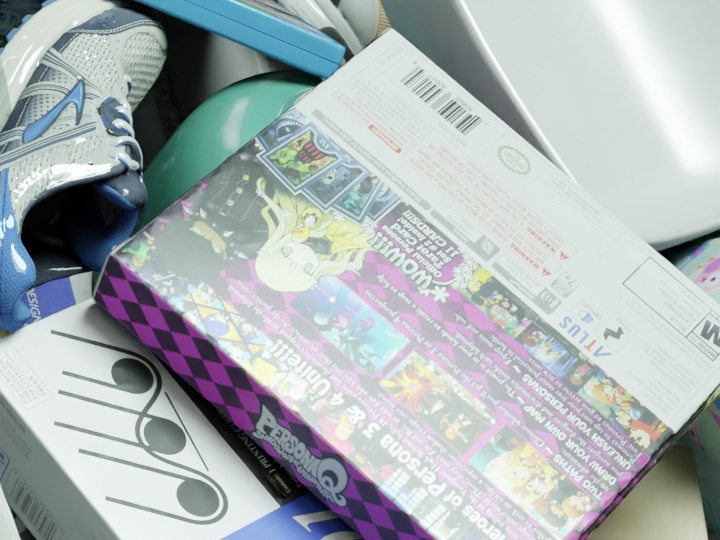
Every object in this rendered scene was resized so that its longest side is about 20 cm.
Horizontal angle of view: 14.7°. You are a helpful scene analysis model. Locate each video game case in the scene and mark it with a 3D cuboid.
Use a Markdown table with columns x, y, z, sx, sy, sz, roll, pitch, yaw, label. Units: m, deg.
| x | y | z | sx | sy | sz | roll | pitch | yaw | label |
| --- | --- | --- | --- | --- | --- | --- | --- | --- | --- |
| 0.029 | 0.019 | 1.064 | 0.200 | 0.036 | 0.181 | 40 | 50 | 9 | video game case |
| -0.098 | -0.134 | 1.217 | 0.143 | 0.018 | 0.200 | 22 | 7 | -21 | video game case |

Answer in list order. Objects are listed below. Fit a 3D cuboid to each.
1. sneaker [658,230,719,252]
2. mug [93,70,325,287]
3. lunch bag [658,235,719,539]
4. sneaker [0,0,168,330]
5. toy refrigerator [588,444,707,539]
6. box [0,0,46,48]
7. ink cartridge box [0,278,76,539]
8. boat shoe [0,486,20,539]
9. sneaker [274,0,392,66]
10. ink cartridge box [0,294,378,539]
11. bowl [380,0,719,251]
| x | y | z | sx | sy | sz | roll | pitch | yaw | label |
| --- | --- | --- | --- | --- | --- | --- | --- | --- | --- |
| 0.215 | 0.026 | 1.372 | 0.200 | 0.074 | 0.080 | 36 | 25 | -12 | sneaker |
| -0.008 | -0.008 | 1.181 | 0.184 | 0.115 | 0.153 | 0 | 53 | -37 | mug |
| 0.185 | 0.081 | 1.205 | 0.077 | 0.160 | 0.200 | -39 | 100 | -16 | lunch bag |
| -0.115 | -0.035 | 1.076 | 0.085 | 0.077 | 0.200 | 19 | 41 | 16 | sneaker |
| 0.102 | 0.161 | 1.119 | 0.075 | 0.070 | 0.201 | 4 | 39 | -5 | toy refrigerator |
| -0.206 | -0.109 | 1.179 | 0.199 | 0.040 | 0.137 | 24 | 41 | -19 | box |
| -0.173 | 0.054 | 1.052 | 0.199 | 0.047 | 0.198 | 6 | 50 | -31 | ink cartridge box |
| -0.129 | 0.125 | 0.952 | 0.065 | 0.072 | 0.201 | -4 | 81 | -38 | boat shoe |
| 0.034 | -0.098 | 1.300 | 0.200 | 0.080 | 0.074 | 53 | 13 | 11 | sneaker |
| -0.056 | 0.097 | 1.018 | 0.094 | 0.044 | 0.200 | -24 | 66 | -41 | ink cartridge box |
| 0.097 | -0.096 | 1.230 | 0.199 | 0.075 | 0.201 | -20 | 79 | -47 | bowl |
